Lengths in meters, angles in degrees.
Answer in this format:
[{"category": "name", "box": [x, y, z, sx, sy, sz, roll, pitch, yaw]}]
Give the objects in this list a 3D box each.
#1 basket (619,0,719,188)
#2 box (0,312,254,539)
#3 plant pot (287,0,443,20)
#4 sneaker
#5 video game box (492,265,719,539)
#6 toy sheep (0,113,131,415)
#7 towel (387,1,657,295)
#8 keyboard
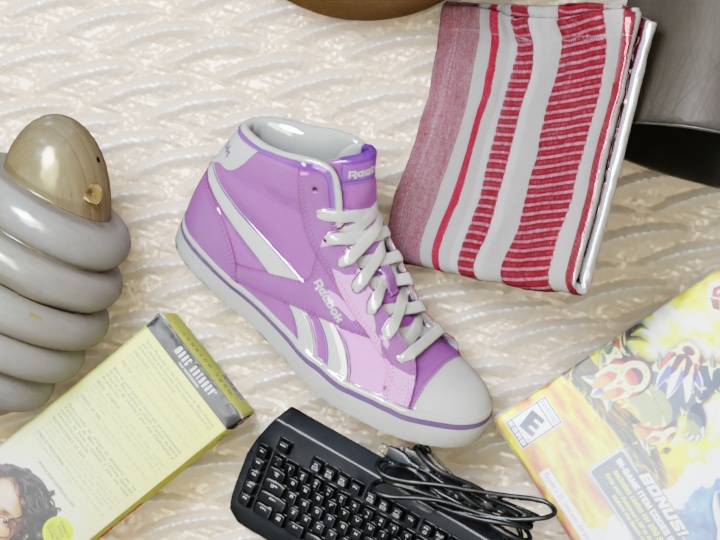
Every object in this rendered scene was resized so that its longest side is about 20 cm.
[{"category": "basket", "box": [0.204, -0.150, 1.390, 0.136, 0.180, 0.201, 9, 84, 24]}, {"category": "box", "box": [-0.157, 0.112, 1.476, 0.200, 0.050, 0.075, -40, 85, 3]}, {"category": "plant pot", "box": [0.026, -0.224, 1.367, 0.186, 0.200, 0.187, 0, 91, -14]}, {"category": "sneaker", "box": [0.000, 0.000, 1.425, 0.200, 0.073, 0.114, 37, 125, 9]}, {"category": "video game box", "box": [0.197, 0.110, 1.431, 0.182, 0.047, 0.200, -34, 79, 2]}, {"category": "toy sheep", "box": [-0.194, 0.008, 1.447, 0.138, 0.138, 0.200, 32, 106, 6]}, {"category": "towel", "box": [0.076, -0.065, 1.393, 0.023, 0.200, 0.144, 14, 89, -25]}, {"category": "keyboard", "box": [0.024, 0.140, 1.434, 0.200, 0.040, 0.104, 28, 113, 13]}]
